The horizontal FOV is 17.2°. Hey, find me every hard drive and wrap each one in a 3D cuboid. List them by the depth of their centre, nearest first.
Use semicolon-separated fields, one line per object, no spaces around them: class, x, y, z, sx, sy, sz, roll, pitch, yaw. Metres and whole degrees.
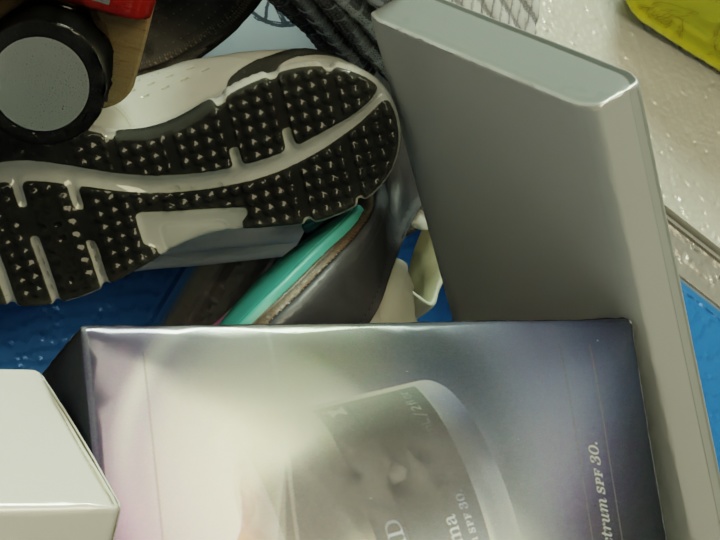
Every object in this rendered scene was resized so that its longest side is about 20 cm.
hard drive;0.071;0.006;0.869;0.026;0.132;0.201;-30;123;-23

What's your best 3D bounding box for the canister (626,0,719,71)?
canister;0.217;-0.199;1.219;0.148;0.087;0.201;27;53;-18

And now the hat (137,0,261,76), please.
hat;-0.105;-0.170;0.916;0.200;0.081;0.202;-1;93;-17

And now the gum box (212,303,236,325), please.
gum box;-0.075;0.111;0.889;0.114;0.066;0.200;49;51;0

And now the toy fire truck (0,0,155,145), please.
toy fire truck;-0.142;-0.158;0.803;0.175;0.201;0.129;15;24;-6

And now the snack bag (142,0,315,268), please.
snack bag;-0.094;-0.095;1.002;0.188;0.021;0.201;-7;71;-35

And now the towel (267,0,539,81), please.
towel;0.016;-0.169;0.956;0.200;0.085;0.166;42;57;-64

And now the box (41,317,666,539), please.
box;-0.005;0.127;0.787;0.197;0.123;0.201;-1;71;-21

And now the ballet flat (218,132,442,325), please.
ballet flat;0.000;0.000;0.924;0.073;0.073;0.200;41;32;-8

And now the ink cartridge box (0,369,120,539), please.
ink cartridge box;-0.171;0.135;0.729;0.146;0.201;0.083;2;28;-28

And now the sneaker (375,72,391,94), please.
sneaker;0.055;-0.068;1.070;0.088;0.075;0.201;22;36;-59

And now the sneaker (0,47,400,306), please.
sneaker;-0.084;-0.039;0.903;0.199;0.080;0.074;-10;108;-1
